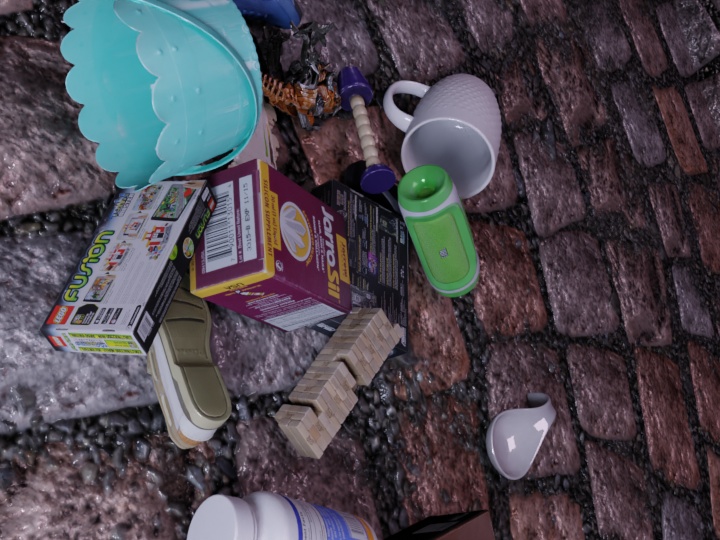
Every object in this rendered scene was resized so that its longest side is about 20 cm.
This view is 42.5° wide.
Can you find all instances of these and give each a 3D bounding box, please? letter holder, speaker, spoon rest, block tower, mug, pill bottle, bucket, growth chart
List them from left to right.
[{"bbox_3d":[-0.201,-0.195,0.948,0.133,0.206,0.211,-24,92,-34],"label":"bucket"},{"bbox_3d":[-0.135,-0.164,1.153,0.145,0.017,0.205,38,44,-63],"label":"growth chart"},{"bbox_3d":[-0.081,0.296,0.968,0.198,0.111,0.114,26,55,-40],"label":"pill bottle"},{"bbox_3d":[-0.026,0.128,1.117,0.201,0.053,0.058,-52,122,-33],"label":"block tower"},{"bbox_3d":[0.084,0.394,1.131,0.198,0.099,0.145,-6,80,-51],"label":"letter holder"},{"bbox_3d":[0.115,-0.053,1.331,0.202,0.086,0.090,65,32,-44],"label":"speaker"},{"bbox_3d":[0.127,-0.233,1.446,0.197,0.149,0.177,24,44,-4],"label":"mug"},{"bbox_3d":[0.251,0.244,1.427,0.199,0.060,0.101,-34,100,-52],"label":"spoon rest"}]

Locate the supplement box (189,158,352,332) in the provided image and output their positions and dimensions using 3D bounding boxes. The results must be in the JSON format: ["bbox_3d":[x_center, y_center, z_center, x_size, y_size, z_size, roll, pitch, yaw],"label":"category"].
[{"bbox_3d":[-0.100,-0.021,1.058,0.199,0.101,0.134,29,51,-59],"label":"supplement box"}]

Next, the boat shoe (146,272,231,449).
[{"bbox_3d":[-0.193,0.087,0.962,0.074,0.068,0.203,15,42,-40],"label":"boat shoe"}]

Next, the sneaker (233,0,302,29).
[{"bbox_3d":[-0.161,-0.354,1.209,0.198,0.065,0.080,25,67,-41],"label":"sneaker"}]

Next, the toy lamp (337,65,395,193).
[{"bbox_3d":[0.003,-0.206,1.315,0.058,0.058,0.203,21,44,-42],"label":"toy lamp"}]

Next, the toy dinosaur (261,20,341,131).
[{"bbox_3d":[-0.079,-0.255,1.231,0.200,0.100,0.139,-37,123,-81],"label":"toy dinosaur"}]

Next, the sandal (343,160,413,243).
[{"bbox_3d":[0.051,-0.104,1.358,0.198,0.042,0.078,30,52,-39],"label":"sandal"}]

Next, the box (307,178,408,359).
[{"bbox_3d":[0.000,0.000,1.250,0.159,0.043,0.204,24,56,-42],"label":"box"}]

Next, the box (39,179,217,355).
[{"bbox_3d":[-0.227,-0.009,0.929,0.035,0.108,0.203,68,31,-45],"label":"box"}]

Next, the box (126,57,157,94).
[{"bbox_3d":[-0.238,-0.210,1.065,0.200,0.038,0.042,47,42,-25],"label":"box"}]
